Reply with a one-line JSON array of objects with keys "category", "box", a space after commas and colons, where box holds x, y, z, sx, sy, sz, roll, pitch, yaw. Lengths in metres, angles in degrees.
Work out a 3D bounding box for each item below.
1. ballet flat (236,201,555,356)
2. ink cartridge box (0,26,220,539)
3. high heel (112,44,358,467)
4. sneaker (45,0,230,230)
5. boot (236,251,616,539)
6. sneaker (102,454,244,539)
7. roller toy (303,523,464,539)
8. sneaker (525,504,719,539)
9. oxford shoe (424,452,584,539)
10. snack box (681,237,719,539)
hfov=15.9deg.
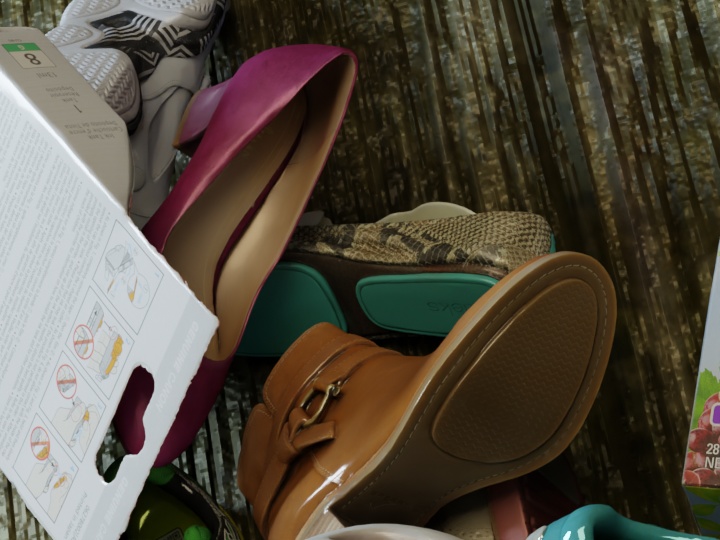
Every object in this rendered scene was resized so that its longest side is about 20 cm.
[{"category": "ballet flat", "box": [0.000, 0.000, 1.212, 0.200, 0.068, 0.075, -4, 39, 24]}, {"category": "ink cartridge box", "box": [-0.131, 0.014, 1.139, 0.050, 0.161, 0.200, -12, 48, -45]}, {"category": "high heel", "box": [-0.057, -0.011, 1.143, 0.096, 0.067, 0.200, -17, 56, 45]}, {"category": "sneaker", "box": [-0.116, -0.072, 1.285, 0.075, 0.115, 0.200, 4, 28, 19]}, {"category": "boot", "box": [0.017, 0.053, 1.120, 0.200, 0.074, 0.155, -53, 28, 6]}, {"category": "sneaker", "box": [-0.064, 0.164, 1.122, 0.078, 0.085, 0.200, -36, 58, -5]}, {"category": "roller toy", "box": [-0.006, 0.192, 0.981, 0.182, 0.140, 0.200, -31, 81, 22]}, {"category": "sneaker", "box": [0.157, 0.153, 1.040, 0.200, 0.080, 0.078, 22, 57, -2]}, {"category": "oxford shoe", "box": [0.060, 0.171, 1.103, 0.075, 0.070, 0.200, -22, 52, 32]}, {"category": "snack box", "box": [0.251, 0.037, 1.110, 0.200, 0.068, 0.169, 4, 63, 18]}]
